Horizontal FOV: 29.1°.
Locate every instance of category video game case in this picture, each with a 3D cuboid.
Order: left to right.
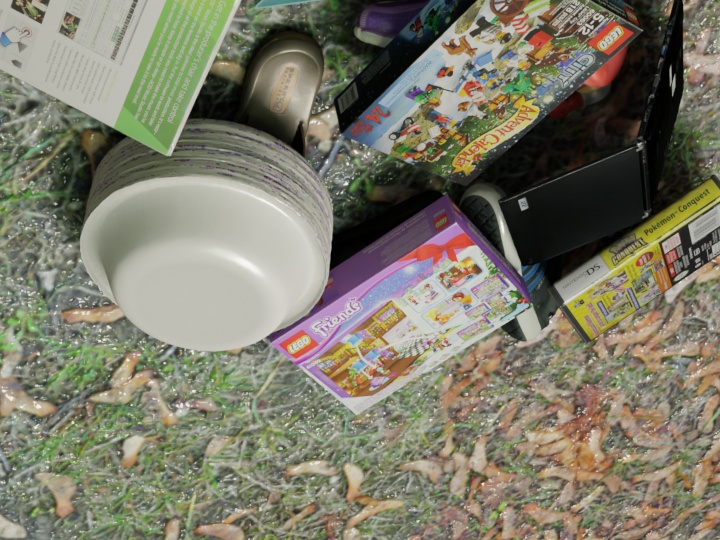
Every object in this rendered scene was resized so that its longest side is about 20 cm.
[{"bbox_3d":[0.271,-0.005,1.318,0.180,0.026,0.200,-35,160,7],"label":"video game case"}]

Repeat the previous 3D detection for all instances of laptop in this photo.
[{"bbox_3d":[0.201,-0.110,1.170,0.102,0.203,0.177,14,167,16],"label":"laptop"}]

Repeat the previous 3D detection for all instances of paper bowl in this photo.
[{"bbox_3d":[-0.122,-0.014,1.096,0.197,0.105,0.202,3,142,2],"label":"paper bowl"}]

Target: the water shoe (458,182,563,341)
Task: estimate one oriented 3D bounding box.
[{"bbox_3d":[0.145,-0.022,1.288,0.079,0.071,0.201,-40,140,-18],"label":"water shoe"}]

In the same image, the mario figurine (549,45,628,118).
[{"bbox_3d":[0.135,-0.166,1.160,0.199,0.107,0.123,-34,171,21],"label":"mario figurine"}]

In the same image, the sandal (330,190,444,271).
[{"bbox_3d":[0.000,-0.001,1.242,0.199,0.048,0.076,-33,134,6],"label":"sandal"}]

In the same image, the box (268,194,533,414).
[{"bbox_3d":[0.034,0.034,1.216,0.199,0.039,0.137,-32,133,17],"label":"box"}]

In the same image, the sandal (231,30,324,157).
[{"bbox_3d":[-0.070,-0.095,1.126,0.081,0.055,0.202,4,127,-26],"label":"sandal"}]

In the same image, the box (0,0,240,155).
[{"bbox_3d":[-0.190,-0.182,0.942,0.198,0.037,0.145,28,128,-7],"label":"box"}]

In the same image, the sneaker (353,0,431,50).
[{"bbox_3d":[0.081,-0.228,1.081,0.198,0.081,0.084,-24,119,-15],"label":"sneaker"}]

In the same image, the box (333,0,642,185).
[{"bbox_3d":[0.093,-0.153,1.040,0.135,0.038,0.200,18,135,-36],"label":"box"}]

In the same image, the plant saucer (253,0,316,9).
[{"bbox_3d":[0.014,-0.213,0.953,0.199,0.019,0.070,-20,171,-43],"label":"plant saucer"}]
